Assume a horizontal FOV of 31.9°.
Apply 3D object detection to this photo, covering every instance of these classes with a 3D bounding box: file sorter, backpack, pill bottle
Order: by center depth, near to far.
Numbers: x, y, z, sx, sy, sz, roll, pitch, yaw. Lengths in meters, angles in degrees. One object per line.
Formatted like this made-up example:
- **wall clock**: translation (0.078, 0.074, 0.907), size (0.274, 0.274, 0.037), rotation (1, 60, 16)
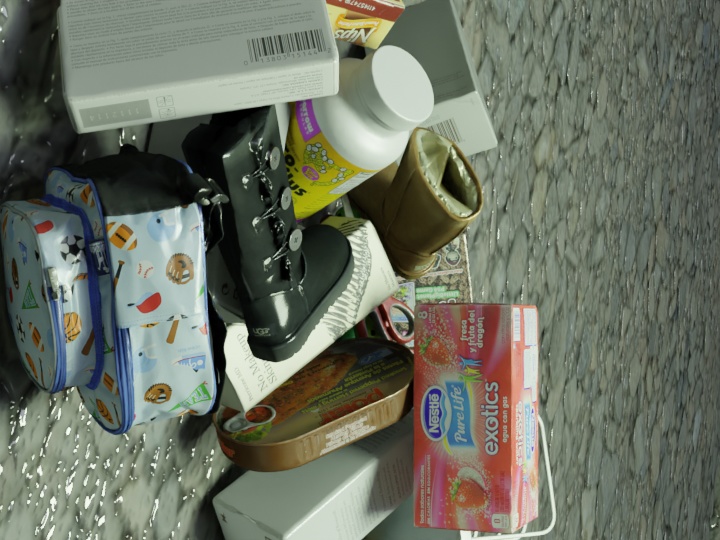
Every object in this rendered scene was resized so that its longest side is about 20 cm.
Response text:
- **backpack**: translation (-0.171, 0.019, 0.899), size (0.153, 0.200, 0.192), rotation (-17, 106, -18)
- **pill bottle**: translation (-0.027, -0.123, 1.140), size (0.104, 0.199, 0.105), rotation (22, 54, -34)
- **file sorter**: translation (0.093, 0.225, 1.328), size (0.124, 0.200, 0.140), rotation (2, 74, -29)

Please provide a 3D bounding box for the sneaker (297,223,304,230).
- **sneaker**: translation (-0.070, 0.057, 1.212), size (0.082, 0.073, 0.202), rotation (-24, 110, -63)

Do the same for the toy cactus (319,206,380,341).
- **toy cactus**: translation (-0.018, 0.029, 1.318), size (0.165, 0.101, 0.202), rotation (-58, 140, -74)

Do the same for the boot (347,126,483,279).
- **boot**: translation (0.043, -0.091, 1.219), size (0.176, 0.066, 0.200), rotation (55, -17, 10)

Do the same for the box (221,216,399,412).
- **box**: translation (-0.064, 0.036, 1.144), size (0.200, 0.068, 0.083), rotation (-39, 117, -27)

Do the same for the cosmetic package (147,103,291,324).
- **cosmetic package**: translation (-0.130, -0.061, 1.071), size (0.074, 0.101, 0.202), rotation (37, 59, -57)

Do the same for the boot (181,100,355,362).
- **boot**: translation (-0.068, -0.055, 1.011), size (0.165, 0.065, 0.201), rotation (-67, 147, -50)

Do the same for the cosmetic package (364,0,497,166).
- **cosmetic package**: translation (0.071, -0.204, 1.367), size (0.201, 0.112, 0.081), rotation (-96, 163, -48)

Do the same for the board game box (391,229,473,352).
- **board game box**: translation (0.077, 0.045, 1.408), size (0.160, 0.096, 0.202), rotation (-82, 165, -76)

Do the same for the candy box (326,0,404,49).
- **candy box**: translation (-0.050, -0.292, 1.123), size (0.115, 0.055, 0.201), rotation (7, 46, -38)

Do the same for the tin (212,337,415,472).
- **tin**: translation (-0.038, 0.121, 1.146), size (0.199, 0.112, 0.042), rotation (-21, 118, -24)

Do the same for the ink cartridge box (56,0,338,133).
- **ink cartridge box**: translation (-0.128, -0.200, 0.955), size (0.045, 0.198, 0.177), rotation (91, -11, -60)

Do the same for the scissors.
- **scissors**: translation (0.000, 0.000, 1.240), size (0.073, 0.014, 0.201), rotation (-37, 109, -34)

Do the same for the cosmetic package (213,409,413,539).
- **cosmetic package**: translation (-0.029, 0.200, 1.184), size (0.200, 0.101, 0.075), rotation (-36, 127, -33)

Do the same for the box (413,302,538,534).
- **box**: translation (0.107, 0.130, 1.153), size (0.102, 0.094, 0.202), rotation (3, 86, -68)
